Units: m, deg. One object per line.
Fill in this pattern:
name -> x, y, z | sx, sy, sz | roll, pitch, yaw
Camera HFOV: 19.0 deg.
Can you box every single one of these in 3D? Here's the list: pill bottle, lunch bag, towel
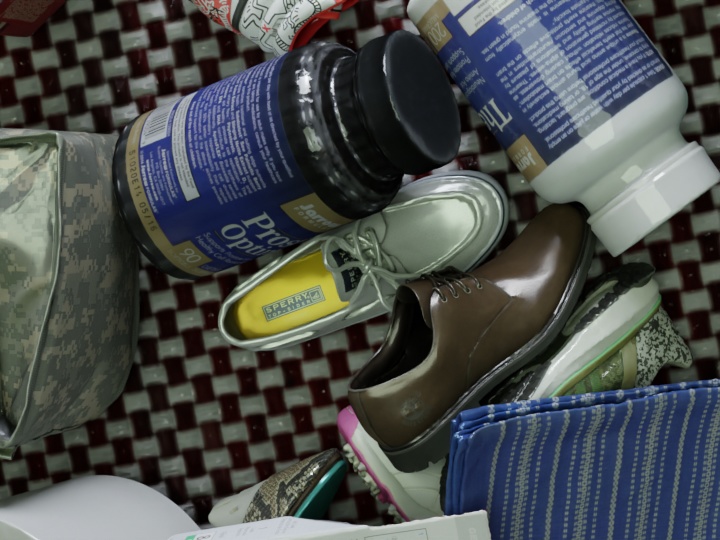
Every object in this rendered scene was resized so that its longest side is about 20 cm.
pill bottle -> 0.127, -0.112, 1.303 | 0.111, 0.111, 0.200 | -37, 86, 12
lunch bag -> -0.209, 0.011, 1.351 | 0.117, 0.164, 0.200 | 3, 94, 14
pill bottle -> -0.044, -0.074, 1.316 | 0.200, 0.112, 0.112 | -20, 90, 29
towel -> 0.140, 0.139, 1.295 | 0.200, 0.024, 0.145 | -6, 116, -21

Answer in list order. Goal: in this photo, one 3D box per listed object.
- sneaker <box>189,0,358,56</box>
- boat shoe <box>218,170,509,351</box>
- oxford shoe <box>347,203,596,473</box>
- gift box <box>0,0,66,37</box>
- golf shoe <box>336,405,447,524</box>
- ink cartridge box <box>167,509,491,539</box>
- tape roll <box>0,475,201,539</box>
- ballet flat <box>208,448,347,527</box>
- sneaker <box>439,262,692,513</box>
sneaker -> -0.025, -0.230, 1.348 | 0.108, 0.067, 0.202 | 37, 104, 7
boat shoe -> -0.003, -0.004, 1.350 | 0.202, 0.086, 0.075 | -22, 90, 12
oxford shoe -> 0.070, 0.024, 1.313 | 0.200, 0.073, 0.084 | -49, 117, -17
gift box -> -0.238, -0.271, 1.324 | 0.185, 0.200, 0.187 | -43, 84, 6
golf shoe -> 0.070, 0.149, 1.363 | 0.092, 0.075, 0.200 | -43, 87, -4
ink cartridge box -> -0.008, 0.223, 1.281 | 0.200, 0.050, 0.161 | -10, 102, 8
tape roll -> -0.194, 0.238, 1.354 | 0.202, 0.139, 0.203 | 4, 98, 30
ballet flat -> -0.076, 0.196, 1.394 | 0.075, 0.068, 0.200 | 24, 102, 18
sneaker -> 0.133, 0.090, 1.320 | 0.200, 0.077, 0.089 | -46, 101, -9
